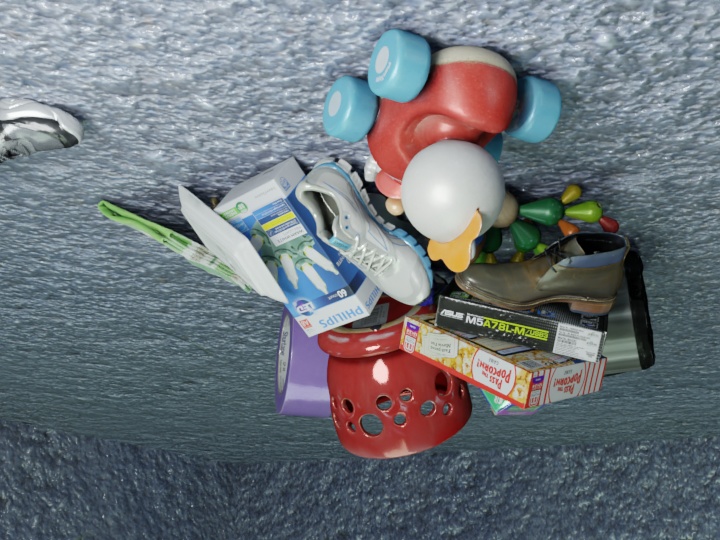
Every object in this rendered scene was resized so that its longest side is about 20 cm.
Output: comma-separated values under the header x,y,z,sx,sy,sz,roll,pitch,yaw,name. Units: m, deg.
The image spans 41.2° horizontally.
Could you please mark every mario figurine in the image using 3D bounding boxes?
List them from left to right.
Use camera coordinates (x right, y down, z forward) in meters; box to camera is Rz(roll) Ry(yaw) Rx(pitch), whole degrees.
x,y,z,sx,sy,sz,roll,pitch,yaw,name
0.068,-0.070,1.086,0.123,0.106,0.200,-1,153,26,mario figurine

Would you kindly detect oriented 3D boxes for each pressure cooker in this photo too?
x,y,z,sx,sy,sz,roll,pitch,yaw,name
0.310,0.065,1.367,0.199,0.179,0.176,-9,166,17,pressure cooker

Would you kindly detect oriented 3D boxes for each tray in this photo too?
x,y,z,sx,sy,sz,roll,pitch,yaw,name
-0.161,-0.029,1.150,0.200,0.022,0.108,36,162,50,tray

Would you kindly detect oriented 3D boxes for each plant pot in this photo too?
x,y,z,sx,sy,sz,roll,pitch,yaw,name
0.046,0.139,1.353,0.200,0.183,0.200,-12,-162,4,plant pot

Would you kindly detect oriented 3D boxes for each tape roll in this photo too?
x,y,z,sx,sy,sz,roll,pitch,yaw,name
-0.089,0.144,1.608,0.085,0.201,0.200,5,161,-11,tape roll

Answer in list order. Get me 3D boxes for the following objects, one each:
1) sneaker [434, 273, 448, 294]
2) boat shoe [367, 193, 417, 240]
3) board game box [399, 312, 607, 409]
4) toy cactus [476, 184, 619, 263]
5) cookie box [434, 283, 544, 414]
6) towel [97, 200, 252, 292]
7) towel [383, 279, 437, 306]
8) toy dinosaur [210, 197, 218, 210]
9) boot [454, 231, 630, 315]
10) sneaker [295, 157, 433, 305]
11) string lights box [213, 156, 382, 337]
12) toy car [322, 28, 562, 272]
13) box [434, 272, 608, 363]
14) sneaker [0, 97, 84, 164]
x,y,z,sx,sy,sz,roll,pitch,yaw,name
0.035,0.041,1.458,0.199,0.087,0.078,-1,170,5,sneaker
0.010,-0.056,1.215,0.068,0.074,0.199,12,179,24,boat shoe
0.171,0.099,1.160,0.151,0.046,0.200,-3,-161,-42,board game box
0.198,-0.062,1.178,0.200,0.102,0.165,-14,137,46,toy cactus
0.207,0.116,1.444,0.075,0.200,0.171,-38,157,17,cookie box
-0.244,-0.030,1.289,0.149,0.031,0.200,21,174,35,towel
0.000,0.000,1.262,0.199,0.050,0.148,19,-173,0,towel
-0.136,-0.012,1.265,0.200,0.058,0.101,44,-171,-9,toy dinosaur
0.214,-0.009,1.111,0.199,0.075,0.097,5,128,-13,boot
-0.002,-0.032,1.073,0.075,0.200,0.087,-43,179,34,sneaker
-0.071,-0.025,1.145,0.103,0.059,0.200,-22,112,35,string lights box
0.075,-0.090,0.897,0.184,0.201,0.177,13,157,-27,toy car
0.208,0.047,1.196,0.199,0.048,0.193,13,-162,14,box
-0.395,-0.117,1.007,0.199,0.114,0.076,3,162,-1,sneaker
